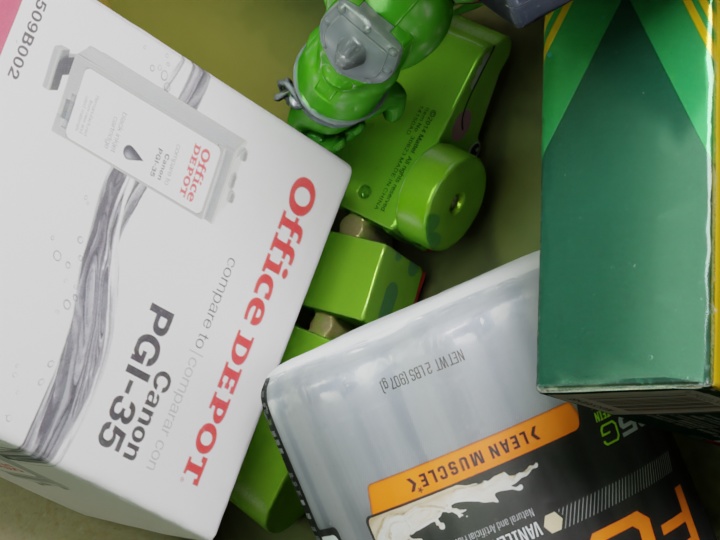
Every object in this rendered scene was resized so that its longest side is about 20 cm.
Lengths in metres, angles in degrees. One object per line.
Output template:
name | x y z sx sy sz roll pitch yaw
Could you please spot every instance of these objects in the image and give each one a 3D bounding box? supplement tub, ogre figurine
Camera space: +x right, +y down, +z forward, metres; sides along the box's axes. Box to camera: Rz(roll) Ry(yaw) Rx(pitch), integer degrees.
supplement tub | 0.057 0.103 0.897 0.122 0.122 0.201 -24 90 21
ogre figurine | 0.044 -0.123 0.915 0.199 0.120 0.098 -29 92 4

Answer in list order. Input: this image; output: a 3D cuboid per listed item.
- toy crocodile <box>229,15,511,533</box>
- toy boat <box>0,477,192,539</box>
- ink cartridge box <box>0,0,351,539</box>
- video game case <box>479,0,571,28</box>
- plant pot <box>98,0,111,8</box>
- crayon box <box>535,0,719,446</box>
toy crocodile | 0.000 0.000 0.998 0.067 0.062 0.201 21 87 28
toy boat | -0.153 0.144 1.015 0.199 0.131 0.131 -11 72 -19
ink cartridge box | -0.114 -0.015 0.906 0.083 0.200 0.147 6 71 49
video game case | 0.090 -0.144 0.776 0.199 0.019 0.143 -30 37 -13
plant pot | -0.208 -0.075 1.043 0.199 0.176 0.201 22 92 28
crayon box | 0.115 -0.038 0.862 0.058 0.200 0.174 -3 80 24
